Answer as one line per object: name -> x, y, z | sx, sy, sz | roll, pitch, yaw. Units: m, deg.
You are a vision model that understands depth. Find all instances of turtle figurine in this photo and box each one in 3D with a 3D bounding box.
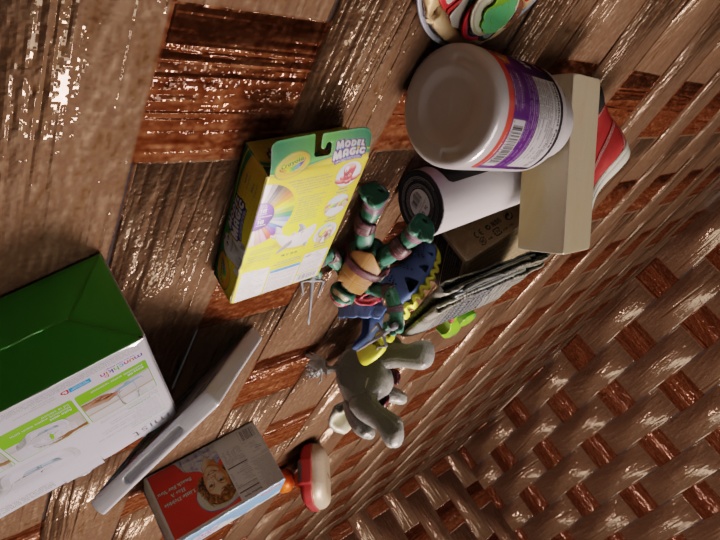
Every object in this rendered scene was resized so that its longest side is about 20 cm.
turtle figurine -> 0.000, 0.000, 0.733 | 0.147, 0.102, 0.202 | 21, 126, -15

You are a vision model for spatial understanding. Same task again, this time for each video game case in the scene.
video game case -> -0.200, 0.162, 0.699 | 0.182, 0.023, 0.200 | -43, -173, 11

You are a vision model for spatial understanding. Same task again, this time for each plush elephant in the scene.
plush elephant -> 0.015, 0.187, 0.987 | 0.155, 0.195, 0.169 | 59, 46, -67

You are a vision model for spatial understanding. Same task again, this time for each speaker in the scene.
speaker -> 0.143, -0.105, 0.764 | 0.197, 0.082, 0.082 | -20, 151, -34

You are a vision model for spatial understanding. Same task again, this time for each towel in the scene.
towel -> 0.163, 0.038, 0.885 | 0.188, 0.035, 0.201 | -18, 163, -19

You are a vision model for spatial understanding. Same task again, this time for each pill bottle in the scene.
pill bottle -> 0.143, -0.160, 0.628 | 0.198, 0.112, 0.112 | -9, 144, -49

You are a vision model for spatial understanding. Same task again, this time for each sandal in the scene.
sandal -> 0.039, 0.030, 0.860 | 0.201, 0.087, 0.079 | -52, -175, -17

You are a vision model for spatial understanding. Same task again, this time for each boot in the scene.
boot -> 0.277, -0.148, 0.831 | 0.201, 0.072, 0.144 | -52, 126, -8

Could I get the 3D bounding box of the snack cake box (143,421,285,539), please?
snack cake box -> -0.235, 0.349, 0.986 | 0.197, 0.116, 0.068 | -22, 153, -32

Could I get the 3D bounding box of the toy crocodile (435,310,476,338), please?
toy crocodile -> 0.183, 0.051, 1.115 | 0.061, 0.068, 0.202 | -24, 153, -26

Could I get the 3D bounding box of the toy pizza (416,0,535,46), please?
toy pizza -> 0.130, -0.272, 0.508 | 0.198, 0.032, 0.202 | -32, 156, -16

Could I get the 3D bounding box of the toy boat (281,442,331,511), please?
toy boat -> -0.134, 0.473, 1.382 | 0.127, 0.134, 0.201 | -4, 152, 1

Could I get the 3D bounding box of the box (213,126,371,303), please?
box -> -0.068, -0.059, 0.585 | 0.116, 0.049, 0.201 | -19, 152, -37

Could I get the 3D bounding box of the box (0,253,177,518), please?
box -> -0.276, 0.111, 0.525 | 0.197, 0.097, 0.178 | -29, 155, -21

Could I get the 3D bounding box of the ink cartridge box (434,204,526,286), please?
ink cartridge box -> 0.210, -0.051, 0.963 | 0.198, 0.076, 0.166 | -32, 157, -15

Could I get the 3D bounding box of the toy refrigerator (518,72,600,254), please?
toy refrigerator -> 0.239, -0.128, 0.744 | 0.075, 0.069, 0.206 | -10, 105, -45
